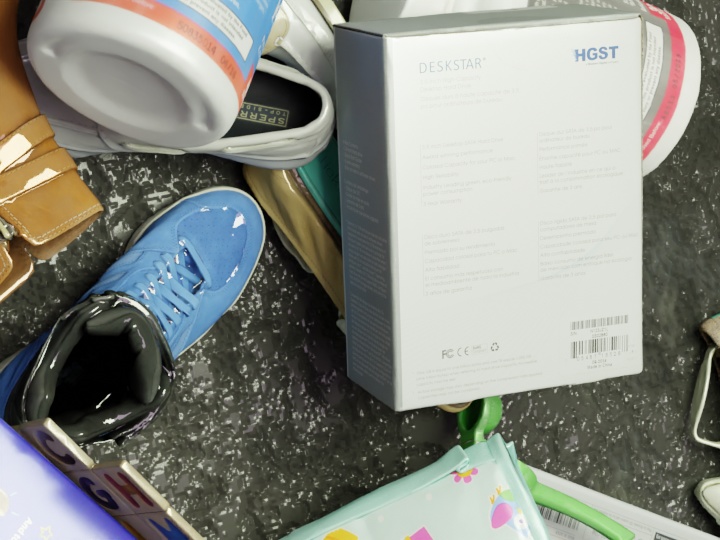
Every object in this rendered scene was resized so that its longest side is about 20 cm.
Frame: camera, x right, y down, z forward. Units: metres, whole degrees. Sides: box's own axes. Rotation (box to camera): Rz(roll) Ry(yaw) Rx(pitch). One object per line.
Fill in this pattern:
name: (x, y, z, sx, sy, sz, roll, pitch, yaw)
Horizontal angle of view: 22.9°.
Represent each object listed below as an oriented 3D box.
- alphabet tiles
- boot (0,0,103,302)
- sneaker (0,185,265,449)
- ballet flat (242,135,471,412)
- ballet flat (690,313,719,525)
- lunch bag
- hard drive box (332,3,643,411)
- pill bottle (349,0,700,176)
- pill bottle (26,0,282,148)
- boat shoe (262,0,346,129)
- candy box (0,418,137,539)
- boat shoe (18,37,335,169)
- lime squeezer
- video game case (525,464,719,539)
alphabet tiles: (-0.117, 0.151, 0.937, 0.200, 0.166, 0.006, 48, 60, -18)
boot: (-0.187, -0.088, 0.916, 0.155, 0.077, 0.200, 43, 81, 6)
sneaker: (-0.114, 0.027, 0.967, 0.200, 0.111, 0.077, -39, 106, -20)
ballet flat: (0.000, 0.000, 1.049, 0.069, 0.063, 0.201, -40, 103, -43)
ballet flat: (0.253, 0.123, 1.179, 0.066, 0.068, 0.202, -5, 87, -6)
lunch bag: (0.047, 0.212, 1.013, 0.169, 0.122, 0.201, -25, 98, 3)
hard drive box: (0.072, -0.038, 0.972, 0.154, 0.077, 0.202, -7, 104, -21)
pill bottle: (0.096, -0.133, 1.066, 0.198, 0.110, 0.112, 18, 83, -26)
pill bottle: (-0.083, -0.174, 0.902, 0.112, 0.112, 0.202, 30, 66, -23)
boat shoe: (-0.064, -0.155, 1.017, 0.068, 0.075, 0.201, -38, 102, -10)
candy box: (-0.221, 0.157, 0.878, 0.200, 0.077, 0.170, 44, 63, -12)
boat shoe: (-0.111, -0.094, 0.964, 0.198, 0.066, 0.073, 11, 80, -3)
lime squeezer: (0.091, 0.093, 1.079, 0.070, 0.038, 0.201, -30, 87, -11)
video game case: (0.135, 0.234, 1.138, 0.199, 0.023, 0.184, 22, 81, -25)
